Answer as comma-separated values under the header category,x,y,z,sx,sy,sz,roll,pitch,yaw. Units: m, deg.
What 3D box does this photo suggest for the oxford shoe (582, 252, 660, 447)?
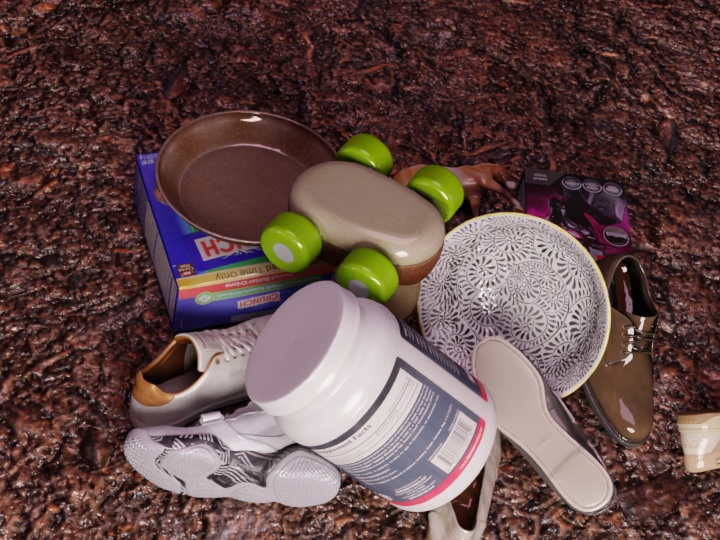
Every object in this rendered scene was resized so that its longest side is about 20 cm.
category,x,y,z,sx,sy,sz,roll,pitch,yaw
oxford shoe,0.267,0.078,1.197,0.073,0.084,0.200,-2,76,-20

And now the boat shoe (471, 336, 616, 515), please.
category,x,y,z,sx,sy,sz,roll,pitch,yaw
boat shoe,0.175,0.153,1.147,0.067,0.057,0.200,-37,68,4

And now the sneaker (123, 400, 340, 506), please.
category,x,y,z,sx,sy,sz,roll,pitch,yaw
sneaker,-0.115,0.150,1.102,0.200,0.075,0.115,10,47,-8

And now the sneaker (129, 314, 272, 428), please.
category,x,y,z,sx,sy,sz,roll,pitch,yaw
sneaker,-0.133,0.086,1.148,0.200,0.085,0.073,-31,58,-33

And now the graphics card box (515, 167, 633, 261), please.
category,x,y,z,sx,sy,sz,roll,pitch,yaw
graphics card box,0.242,-0.026,1.336,0.125,0.051,0.200,8,47,-3

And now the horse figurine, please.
category,x,y,z,sx,sy,sz,roll,pitch,yaw
horse figurine,0.096,-0.086,1.359,0.200,0.050,0.133,-8,38,-9

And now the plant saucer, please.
category,x,y,z,sx,sy,sz,roll,pitch,yaw
plant saucer,-0.114,-0.090,1.237,0.200,0.037,0.200,6,47,-6

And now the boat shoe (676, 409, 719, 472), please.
category,x,y,z,sx,sy,sz,roll,pitch,yaw
boat shoe,0.405,0.170,1.187,0.200,0.071,0.065,0,83,-21

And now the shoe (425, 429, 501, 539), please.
category,x,y,z,sx,sy,sz,roll,pitch,yaw
shoe,0.102,0.182,1.123,0.070,0.053,0.200,11,48,-1

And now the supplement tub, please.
category,x,y,z,sx,sy,sz,roll,pitch,yaw
supplement tub,0.011,0.113,1.046,0.200,0.140,0.140,38,40,-29

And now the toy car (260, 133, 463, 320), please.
category,x,y,z,sx,sy,sz,roll,pitch,yaw
toy car,0.000,0.000,1.169,0.158,0.200,0.164,26,50,18

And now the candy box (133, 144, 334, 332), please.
category,x,y,z,sx,sy,sz,roll,pitch,yaw
candy box,-0.141,-0.043,1.266,0.169,0.077,0.200,-10,52,-20

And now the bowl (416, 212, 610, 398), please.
category,x,y,z,sx,sy,sz,roll,pitch,yaw
bowl,0.167,0.031,1.207,0.201,0.201,0.094,29,23,16
